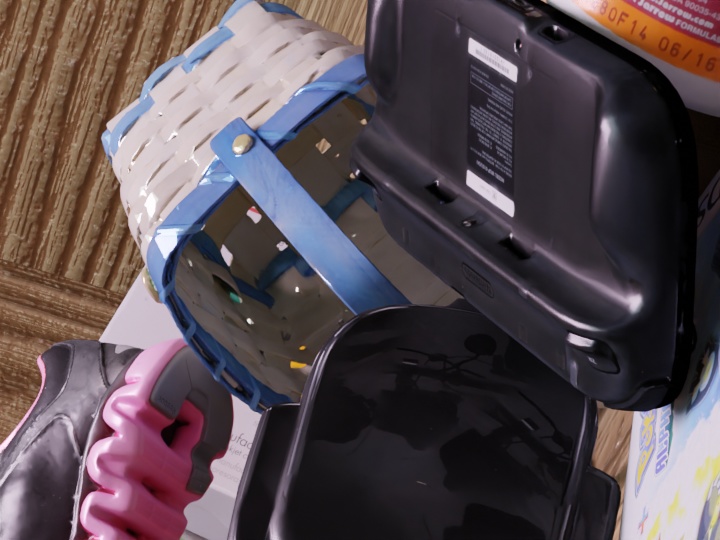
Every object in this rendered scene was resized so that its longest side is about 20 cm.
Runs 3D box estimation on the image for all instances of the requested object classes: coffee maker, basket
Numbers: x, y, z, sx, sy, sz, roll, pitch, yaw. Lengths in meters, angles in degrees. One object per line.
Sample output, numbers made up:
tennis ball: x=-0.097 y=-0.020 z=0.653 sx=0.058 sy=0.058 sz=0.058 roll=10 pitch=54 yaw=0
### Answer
coffee maker: x=0.020 y=0.142 z=0.877 sx=0.201 sy=0.134 sz=0.193 roll=93 pitch=167 yaw=-51
basket: x=0.000 y=0.000 z=1.033 sx=0.139 sy=0.176 sz=0.200 roll=-46 pitch=44 yaw=-2

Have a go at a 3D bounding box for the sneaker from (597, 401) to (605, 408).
sneaker: x=0.068 y=-0.059 z=0.990 sx=0.073 sy=0.118 sz=0.201 roll=-26 pitch=40 yaw=23

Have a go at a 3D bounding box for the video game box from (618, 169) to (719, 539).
video game box: x=0.120 y=0.041 z=0.745 sx=0.183 sy=0.046 sz=0.201 roll=114 pitch=169 yaw=-57

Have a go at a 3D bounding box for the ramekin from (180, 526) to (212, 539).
ramekin: x=-0.070 y=0.141 z=1.347 sx=0.200 sy=0.199 sz=0.098 roll=-89 pitch=24 yaw=-61

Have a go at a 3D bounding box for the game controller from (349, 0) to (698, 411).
game controller: x=0.049 y=-0.034 z=0.832 sx=0.200 sy=0.042 sz=0.105 roll=-140 pitch=54 yaw=-58

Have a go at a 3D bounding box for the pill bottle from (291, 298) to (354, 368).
pill bottle: x=0.016 y=0.070 z=1.161 sx=0.111 sy=0.110 sz=0.201 roll=157 pitch=129 yaw=-80

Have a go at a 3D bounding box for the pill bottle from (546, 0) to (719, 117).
pill bottle: x=0.134 y=-0.153 z=0.792 sx=0.110 sy=0.109 sz=0.201 roll=-88 pitch=15 yaw=-59

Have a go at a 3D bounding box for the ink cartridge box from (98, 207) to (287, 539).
ink cartridge box: x=-0.046 y=0.025 z=1.271 sx=0.201 sy=0.115 sz=0.068 roll=-61 pitch=-15 yaw=-26

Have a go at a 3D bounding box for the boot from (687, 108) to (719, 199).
boot: x=0.111 y=-0.073 z=0.928 sx=0.200 sy=0.075 sz=0.074 roll=-92 pitch=18 yaw=-69

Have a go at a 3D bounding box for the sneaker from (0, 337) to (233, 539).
sneaker: x=-0.128 y=0.114 z=1.068 sx=0.201 sy=0.095 sz=0.079 roll=-65 pitch=-33 yaw=-18
